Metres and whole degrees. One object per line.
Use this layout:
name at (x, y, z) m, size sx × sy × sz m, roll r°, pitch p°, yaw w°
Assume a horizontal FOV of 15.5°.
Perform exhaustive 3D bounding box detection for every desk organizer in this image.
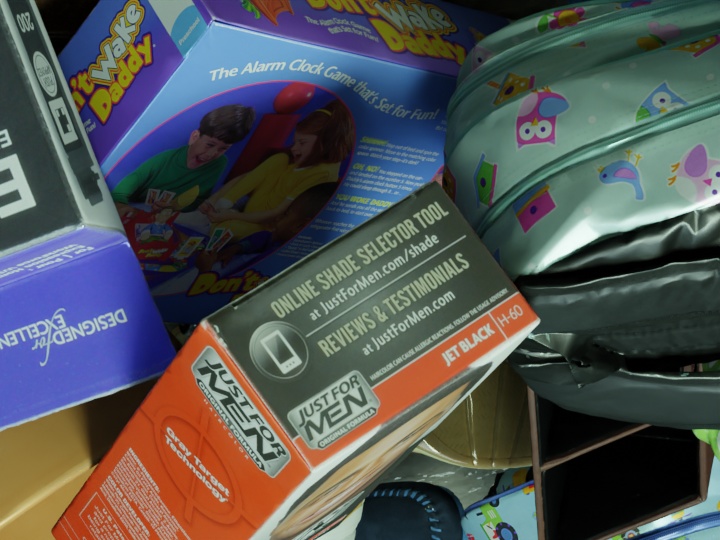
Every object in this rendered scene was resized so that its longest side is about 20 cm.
desk organizer at (0.105, 0.033, 1.053) m, size 0.071 × 0.077 × 0.201 m, roll 5°, pitch 139°, yaw 12°

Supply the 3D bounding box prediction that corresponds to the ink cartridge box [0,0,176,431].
ink cartridge box at (-0.183, -0.027, 0.859) m, size 0.197 × 0.201 × 0.043 m, roll -20°, pitch -174°, yaw 19°

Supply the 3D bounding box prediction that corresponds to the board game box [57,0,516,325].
board game box at (-0.029, -0.040, 0.936) m, size 0.200 × 0.045 × 0.135 m, roll 8°, pitch 131°, yaw -49°

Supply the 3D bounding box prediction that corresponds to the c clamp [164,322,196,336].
c clamp at (0.000, 0.000, 1.075) m, size 0.199 × 0.027 × 0.171 m, roll -1°, pitch 127°, yaw -17°

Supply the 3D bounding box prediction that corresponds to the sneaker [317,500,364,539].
sneaker at (-0.050, 0.111, 1.146) m, size 0.075 × 0.088 × 0.200 m, roll 9°, pitch -173°, yaw -9°

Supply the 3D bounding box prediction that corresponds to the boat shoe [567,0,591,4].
boat shoe at (0.113, -0.148, 0.849) m, size 0.068 × 0.085 × 0.200 m, roll -9°, pitch 168°, yaw -14°

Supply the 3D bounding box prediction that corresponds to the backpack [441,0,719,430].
backpack at (0.129, -0.030, 0.892) m, size 0.199 × 0.127 × 0.167 m, roll -13°, pitch 148°, yaw 0°

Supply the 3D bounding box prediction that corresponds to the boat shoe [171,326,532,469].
boat shoe at (0.012, 0.042, 1.157) m, size 0.199 × 0.072 × 0.064 m, roll 8°, pitch -175°, yaw -19°

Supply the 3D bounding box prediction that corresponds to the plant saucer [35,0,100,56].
plant saucer at (-0.110, -0.084, 0.924) m, size 0.199 × 0.037 × 0.201 m, roll -6°, pitch 150°, yaw -4°

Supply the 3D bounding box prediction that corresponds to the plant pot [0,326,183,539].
plant pot at (-0.170, 0.056, 0.994) m, size 0.200 × 0.140 × 0.200 m, roll -38°, pitch 172°, yaw -6°

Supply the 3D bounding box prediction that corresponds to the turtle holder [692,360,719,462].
turtle holder at (0.216, 0.034, 0.999) m, size 0.141 × 0.132 × 0.185 m, roll -28°, pitch 151°, yaw 24°

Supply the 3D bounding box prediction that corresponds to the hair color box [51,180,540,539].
hair color box at (-0.028, 0.055, 0.892) m, size 0.101 × 0.061 × 0.200 m, roll -32°, pitch 170°, yaw -29°

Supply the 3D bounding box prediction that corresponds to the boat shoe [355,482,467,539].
boat shoe at (-0.041, 0.156, 1.294) m, size 0.199 × 0.085 × 0.069 m, roll -27°, pitch 153°, yaw 27°

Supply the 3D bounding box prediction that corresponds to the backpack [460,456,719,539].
backpack at (0.150, 0.137, 1.244) m, size 0.182 × 0.135 × 0.200 m, roll -21°, pitch 161°, yaw 22°
